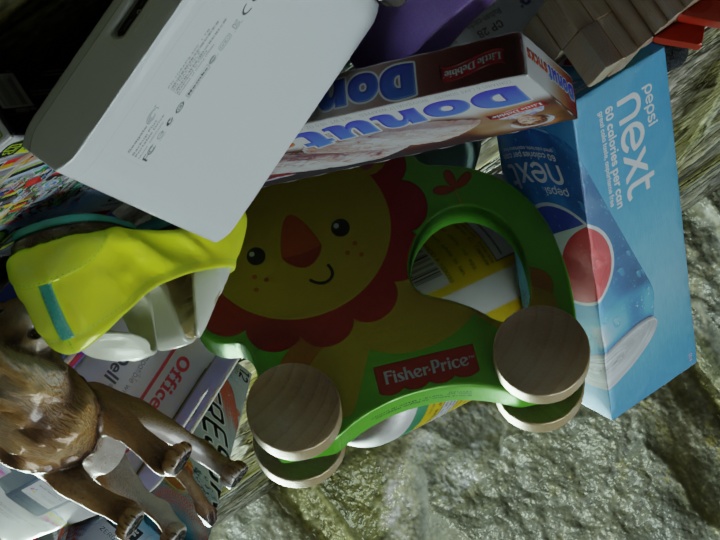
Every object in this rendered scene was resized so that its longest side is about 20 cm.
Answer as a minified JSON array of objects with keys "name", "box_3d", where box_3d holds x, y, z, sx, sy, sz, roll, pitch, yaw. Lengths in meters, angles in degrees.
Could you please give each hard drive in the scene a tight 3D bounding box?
[{"name":"hard drive","box_3d":[-0.060,-0.084,1.074,0.132,0.027,0.200,-55,164,2]}]

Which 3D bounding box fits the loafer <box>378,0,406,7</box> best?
[{"name":"loafer","box_3d":[0.004,-0.156,1.003,0.071,0.073,0.200,-46,176,5]}]

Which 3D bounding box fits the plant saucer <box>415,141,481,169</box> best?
[{"name":"plant saucer","box_3d":[-0.004,-0.030,1.432,0.200,0.027,0.200,-35,158,-17]}]

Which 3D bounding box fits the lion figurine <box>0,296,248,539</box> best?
[{"name":"lion figurine","box_3d":[-0.131,0.075,1.225,0.072,0.122,0.200,-55,165,-9]}]

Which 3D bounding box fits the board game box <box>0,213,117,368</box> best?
[{"name":"board game box","box_3d":[-0.190,0.059,1.314,0.200,0.045,0.134,-48,180,-12]}]

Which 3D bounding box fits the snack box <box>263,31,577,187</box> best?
[{"name":"snack box","box_3d":[-0.005,-0.070,1.206,0.200,0.024,0.072,-11,162,21]}]

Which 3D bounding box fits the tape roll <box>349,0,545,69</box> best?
[{"name":"tape roll","box_3d":[0.075,-0.160,1.241,0.200,0.066,0.200,-33,172,-5]}]

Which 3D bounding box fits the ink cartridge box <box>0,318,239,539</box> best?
[{"name":"ink cartridge box","box_3d":[-0.153,0.078,1.449,0.200,0.067,0.117,-25,-152,57]}]

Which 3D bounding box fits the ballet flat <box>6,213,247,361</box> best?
[{"name":"ballet flat","box_3d":[-0.101,0.006,1.185,0.067,0.067,0.200,-20,177,19]}]

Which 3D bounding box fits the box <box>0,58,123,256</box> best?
[{"name":"box","box_3d":[-0.141,-0.046,1.097,0.110,0.035,0.200,-38,171,24]}]

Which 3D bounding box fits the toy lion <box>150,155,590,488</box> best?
[{"name":"toy lion","box_3d":[0.000,0.000,1.300,0.200,0.192,0.069,-12,160,-2]}]

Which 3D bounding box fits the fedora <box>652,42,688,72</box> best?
[{"name":"fedora","box_3d":[0.126,-0.130,1.511,0.201,0.092,0.201,-33,172,-5]}]

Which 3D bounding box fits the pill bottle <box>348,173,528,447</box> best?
[{"name":"pill bottle","box_3d":[0.055,0.012,1.422,0.200,0.113,0.113,-25,168,-37]}]

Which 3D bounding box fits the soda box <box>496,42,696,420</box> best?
[{"name":"soda box","box_3d":[0.122,-0.026,1.337,0.068,0.064,0.200,-32,129,-28]}]

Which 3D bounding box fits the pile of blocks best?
[{"name":"pile of blocks","box_3d":[0.170,-0.150,1.232,0.200,0.062,0.082,-39,171,29]}]

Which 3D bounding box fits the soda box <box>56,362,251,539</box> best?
[{"name":"soda box","box_3d":[-0.120,0.114,1.520,0.068,0.064,0.200,-42,-161,27]}]

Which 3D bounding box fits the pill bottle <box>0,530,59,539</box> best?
[{"name":"pill bottle","box_3d":[-0.236,0.160,1.686,0.200,0.114,0.114,-28,170,-40]}]
